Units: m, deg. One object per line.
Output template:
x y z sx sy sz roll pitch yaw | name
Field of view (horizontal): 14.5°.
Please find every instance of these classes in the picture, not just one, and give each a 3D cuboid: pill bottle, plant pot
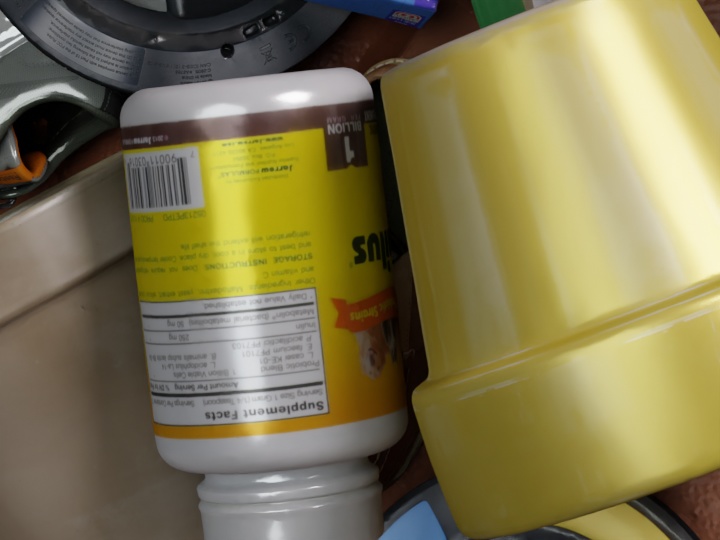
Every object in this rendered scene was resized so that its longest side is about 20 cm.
-0.039 0.018 1.203 0.109 0.109 0.200 -4 94 21 | pill bottle
-0.138 0.058 1.291 0.200 0.200 0.174 -27 96 19 | plant pot
0.101 -0.014 1.144 0.201 0.201 0.189 -20 90 20 | plant pot

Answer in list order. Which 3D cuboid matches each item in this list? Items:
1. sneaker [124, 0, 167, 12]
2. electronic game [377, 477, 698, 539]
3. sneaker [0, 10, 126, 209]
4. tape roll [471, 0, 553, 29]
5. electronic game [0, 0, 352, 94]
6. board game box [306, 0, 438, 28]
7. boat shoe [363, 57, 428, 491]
-0.138 -0.190 1.345 0.200 0.079 0.078 45 72 -7 | sneaker
0.076 0.183 1.260 0.200 0.042 0.200 0 89 21 | electronic game
-0.196 -0.058 1.352 0.200 0.074 0.079 -31 56 18 | sneaker
0.142 -0.127 1.193 0.200 0.048 0.200 16 125 25 | tape roll
-0.085 -0.177 1.298 0.200 0.042 0.200 1 83 -10 | electronic game
-0.051 -0.205 1.262 0.200 0.045 0.152 12 82 -7 | board game box
0.000 0.000 1.283 0.076 0.074 0.200 8 92 22 | boat shoe
